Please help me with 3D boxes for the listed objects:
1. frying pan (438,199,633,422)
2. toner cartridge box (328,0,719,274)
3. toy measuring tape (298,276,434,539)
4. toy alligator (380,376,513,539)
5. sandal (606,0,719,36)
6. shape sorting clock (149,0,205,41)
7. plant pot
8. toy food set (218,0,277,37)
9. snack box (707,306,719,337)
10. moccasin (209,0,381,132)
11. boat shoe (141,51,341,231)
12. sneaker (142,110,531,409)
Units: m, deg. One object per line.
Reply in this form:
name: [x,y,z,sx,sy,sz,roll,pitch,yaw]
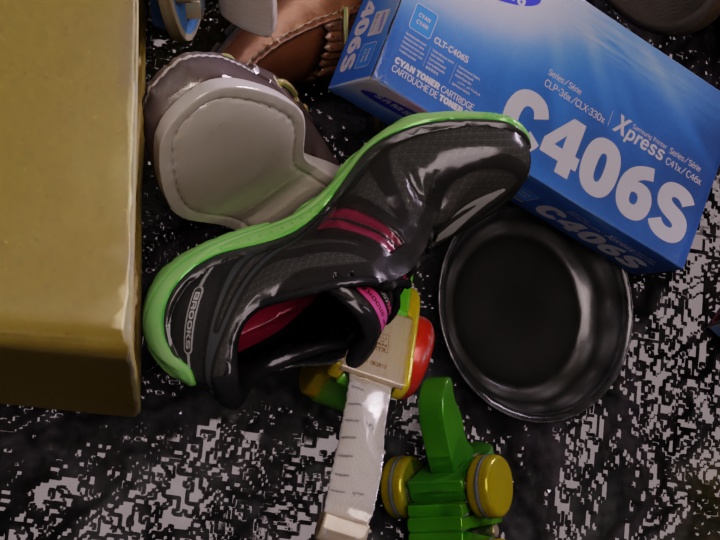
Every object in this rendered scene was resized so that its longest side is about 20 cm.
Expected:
frying pan: [0.055,-0.001,1.114,0.189,0.031,0.116,32,69,-20]
toner cartridge box: [0.088,-0.084,1.102,0.199,0.043,0.096,29,72,-26]
toy measuring tape: [-0.006,0.062,1.061,0.073,0.074,0.201,20,45,-12]
toy alligator: [0.050,0.152,1.091,0.054,0.059,0.202,4,82,-60]
sandal: [0.117,-0.200,1.146,0.054,0.082,0.201,-10,65,-44]
shape sorting clock: [-0.082,-0.207,1.047,0.039,0.200,0.202,-4,79,1]
plant pot: [-0.194,-0.046,0.990,0.198,0.194,0.197,1,78,-4]
toy food set: [-0.015,-0.218,1.063,0.060,0.144,0.200,10,35,20]
snack box: [0.306,0.002,1.186,0.168,0.068,0.200,40,72,-5]
moccasin: [0.013,-0.118,1.126,0.200,0.074,0.078,-21,77,-29]
boat shoe: [-0.056,-0.061,1.021,0.072,0.200,0.060,-35,71,8]
sneaker: [0.000,0.000,1.022,0.199,0.077,0.084,-33,52,-11]
